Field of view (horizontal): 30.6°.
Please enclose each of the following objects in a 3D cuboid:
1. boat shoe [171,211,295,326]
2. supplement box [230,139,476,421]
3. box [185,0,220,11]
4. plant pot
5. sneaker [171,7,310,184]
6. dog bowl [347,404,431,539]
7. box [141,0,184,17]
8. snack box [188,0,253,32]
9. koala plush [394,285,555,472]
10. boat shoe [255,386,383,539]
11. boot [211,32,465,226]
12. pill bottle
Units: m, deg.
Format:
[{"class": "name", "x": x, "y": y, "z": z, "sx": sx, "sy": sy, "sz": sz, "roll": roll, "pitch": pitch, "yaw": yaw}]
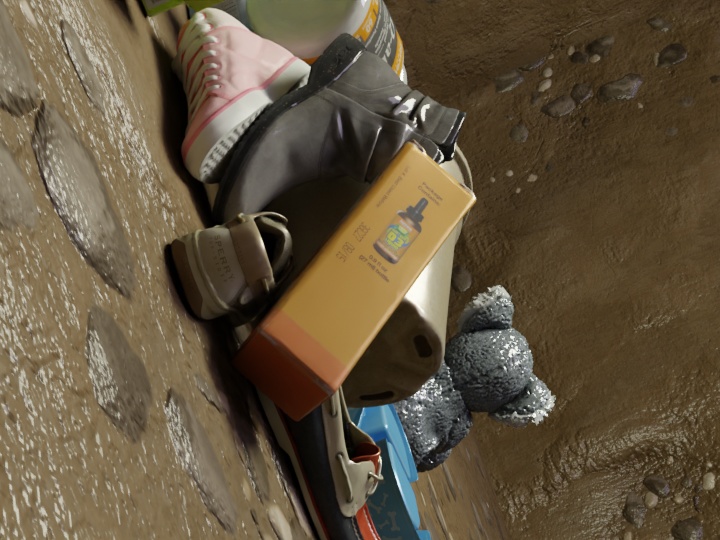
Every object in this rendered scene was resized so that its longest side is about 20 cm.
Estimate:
[{"class": "boat shoe", "x": -0.073, "y": -0.006, "z": 0.894, "sx": 0.200, "sy": 0.064, "sz": 0.073, "roll": 4, "pitch": 65, "yaw": -84}, {"class": "supplement box", "x": -0.002, "y": 0.004, "z": 0.896, "sx": 0.066, "sy": 0.201, "sz": 0.069, "roll": 40, "pitch": -32, "yaw": -3}, {"class": "box", "x": -0.153, "y": -0.282, "z": 0.912, "sx": 0.200, "sy": 0.047, "sz": 0.124, "roll": 37, "pitch": 40, "yaw": -62}, {"class": "plant pot", "x": 0.000, "y": 0.000, "z": 1.078, "sx": 0.202, "sy": 0.198, "sz": 0.185, "roll": 63, "pitch": 18, "yaw": -44}, {"class": "sneaker", "x": -0.115, "y": -0.140, "z": 1.016, "sx": 0.104, "sy": 0.076, "sz": 0.200, "roll": 35, "pitch": 30, "yaw": 0}, {"class": "dog bowl", "x": 0.017, "y": 0.178, "z": 1.182, "sx": 0.201, "sy": 0.049, "sz": 0.112, "roll": -100, "pitch": 167, "yaw": -61}, {"class": "box", "x": -0.168, "y": -0.290, "z": 1.102, "sx": 0.200, "sy": 0.047, "sz": 0.123, "roll": -90, "pitch": 159, "yaw": -72}, {"class": "snack box", "x": -0.094, "y": -0.152, "z": 1.233, "sx": 0.201, "sy": 0.067, "sz": 0.170, "roll": -107, "pitch": 172, "yaw": -49}, {"class": "koala plush", "x": 0.102, "y": 0.123, "z": 1.439, "sx": 0.184, "sy": 0.197, "sz": 0.180, "roll": -19, "pitch": 88, "yaw": -84}, {"class": "boat shoe", "x": -0.017, "y": 0.135, "z": 0.949, "sx": 0.071, "sy": 0.062, "sz": 0.202, "roll": -102, "pitch": 171, "yaw": -69}, {"class": "boot", "x": -0.011, "y": -0.082, "z": 0.996, "sx": 0.131, "sy": 0.201, "sz": 0.070, "roll": 36, "pitch": -21, "yaw": 7}, {"class": "pill bottle", "x": -0.023, "y": -0.210, "z": 1.206, "sx": 0.200, "sy": 0.115, "sz": 0.118, "roll": 48, "pitch": 21, "yaw": -67}]
